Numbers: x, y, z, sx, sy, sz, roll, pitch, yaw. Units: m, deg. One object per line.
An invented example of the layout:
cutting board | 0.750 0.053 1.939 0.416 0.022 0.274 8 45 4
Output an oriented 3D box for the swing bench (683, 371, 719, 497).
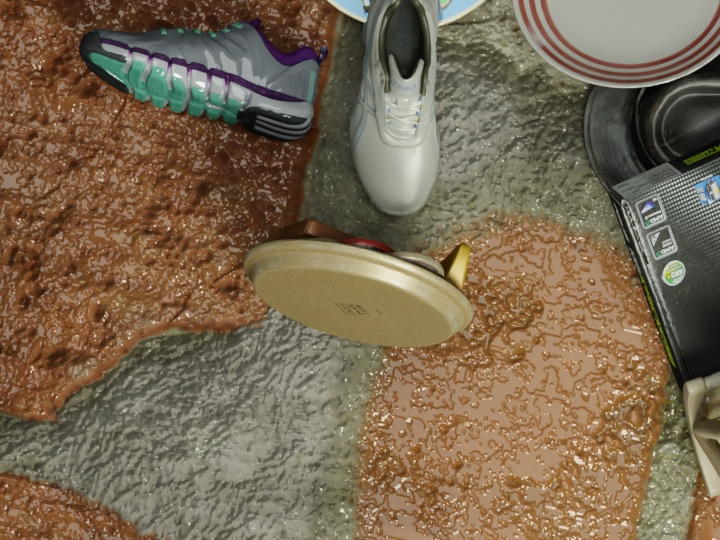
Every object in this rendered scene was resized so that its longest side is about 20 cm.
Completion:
swing bench | 0.370 0.116 1.650 0.199 0.200 0.130 -20 105 -2

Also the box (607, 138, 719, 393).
box | 0.321 -0.017 1.709 0.200 0.048 0.193 -23 110 -3

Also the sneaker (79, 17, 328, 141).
sneaker | -0.129 -0.176 1.758 0.200 0.074 0.088 19 71 -8

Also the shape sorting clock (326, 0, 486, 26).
shape sorting clock | 0.039 -0.299 1.777 0.200 0.039 0.200 0 84 0

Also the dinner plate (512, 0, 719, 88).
dinner plate | 0.225 -0.235 1.756 0.200 0.024 0.201 -5 66 11

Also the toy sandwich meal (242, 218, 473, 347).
toy sandwich meal | 0.000 0.000 1.673 0.205 0.205 0.070 14 71 1

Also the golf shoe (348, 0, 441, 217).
golf shoe | 0.028 -0.139 1.725 0.078 0.097 0.200 -1 98 0

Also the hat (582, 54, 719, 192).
hat | 0.285 -0.126 1.739 0.200 0.081 0.201 0 83 0
